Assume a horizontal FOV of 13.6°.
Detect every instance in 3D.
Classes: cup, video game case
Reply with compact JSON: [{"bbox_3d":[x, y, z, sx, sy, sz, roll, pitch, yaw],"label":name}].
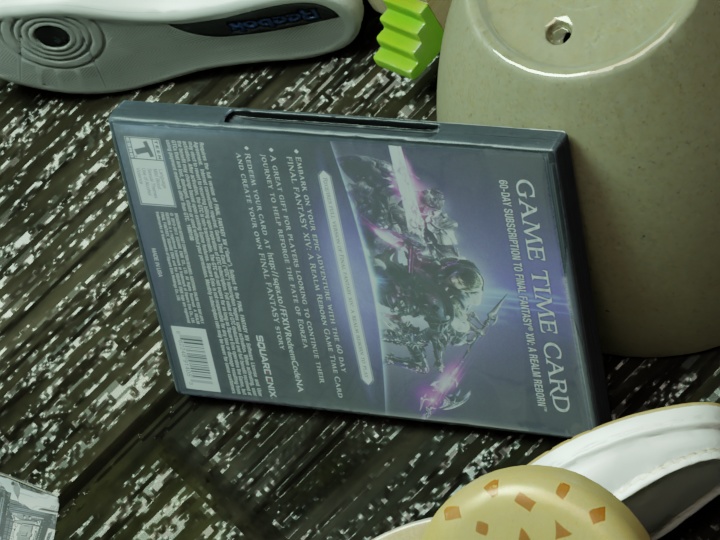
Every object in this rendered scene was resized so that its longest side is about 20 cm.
[{"bbox_3d":[0.112,-0.086,1.242,0.199,0.143,0.201,-10,59,17],"label":"cup"},{"bbox_3d":[0.000,0.000,1.246,0.199,0.144,0.019,5,36,24],"label":"video game case"}]

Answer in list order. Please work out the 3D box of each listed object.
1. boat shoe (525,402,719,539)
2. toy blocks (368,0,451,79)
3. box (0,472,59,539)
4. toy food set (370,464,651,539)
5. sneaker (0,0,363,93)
[{"bbox_3d":[0.071,0.124,1.190,0.199,0.071,0.070,-32,55,14],"label":"boat shoe"},{"bbox_3d":[0.042,-0.206,1.325,0.100,0.137,0.200,26,69,42],"label":"toy blocks"},{"bbox_3d":[-0.197,0.193,1.226,0.157,0.050,0.201,-25,49,45],"label":"box"},{"bbox_3d":[0.050,0.188,1.133,0.199,0.049,0.199,-30,80,14],"label":"toy food set"},{"bbox_3d":[-0.092,-0.149,1.410,0.199,0.073,0.113,-3,58,11],"label":"sneaker"}]
